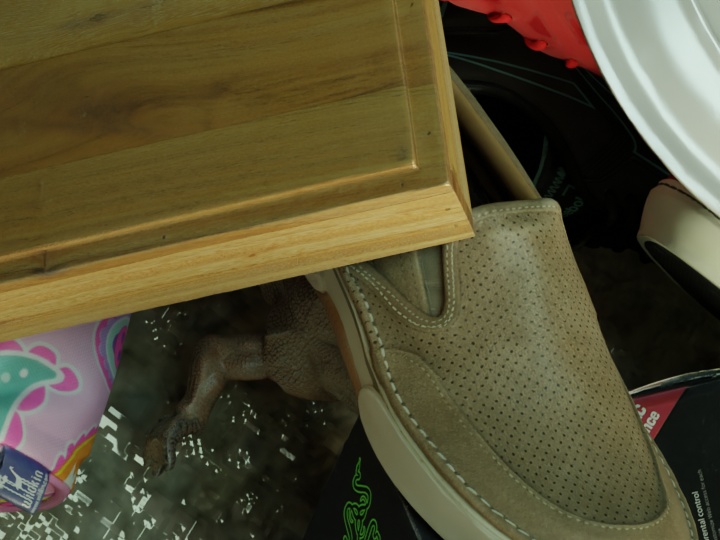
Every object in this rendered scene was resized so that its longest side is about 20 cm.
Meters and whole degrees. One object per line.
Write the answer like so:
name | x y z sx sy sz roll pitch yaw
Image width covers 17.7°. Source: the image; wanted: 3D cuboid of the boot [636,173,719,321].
boot | 0.197 -0.018 0.747 0.199 0.072 0.145 28 94 -17

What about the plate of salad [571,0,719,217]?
plate of salad | 0.139 -0.089 0.707 0.199 0.048 0.201 9 70 -26

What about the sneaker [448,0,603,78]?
sneaker | 0.043 -0.104 0.748 0.200 0.115 0.079 53 33 -25

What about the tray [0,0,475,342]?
tray | -0.075 -0.038 0.636 0.199 0.037 0.099 -13 63 10

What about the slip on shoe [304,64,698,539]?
slip on shoe | 0.034 0.007 0.636 0.076 0.061 0.200 -2 47 -34

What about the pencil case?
pencil case | -0.104 -0.025 0.705 0.087 0.087 0.201 23 68 -20

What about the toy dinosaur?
toy dinosaur | 0.000 0.000 0.759 0.135 0.086 0.201 8 59 -35

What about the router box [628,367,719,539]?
router box | 0.131 0.132 0.751 0.062 0.150 0.201 -14 83 13

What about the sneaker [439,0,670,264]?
sneaker | 0.090 -0.029 0.808 0.199 0.075 0.079 33 46 -6

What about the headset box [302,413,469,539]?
headset box | 0.037 0.159 0.646 0.092 0.175 0.200 4 39 -26
